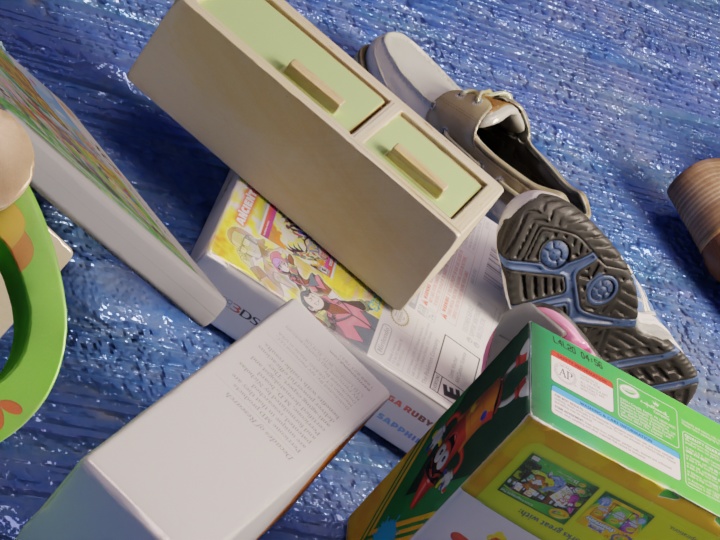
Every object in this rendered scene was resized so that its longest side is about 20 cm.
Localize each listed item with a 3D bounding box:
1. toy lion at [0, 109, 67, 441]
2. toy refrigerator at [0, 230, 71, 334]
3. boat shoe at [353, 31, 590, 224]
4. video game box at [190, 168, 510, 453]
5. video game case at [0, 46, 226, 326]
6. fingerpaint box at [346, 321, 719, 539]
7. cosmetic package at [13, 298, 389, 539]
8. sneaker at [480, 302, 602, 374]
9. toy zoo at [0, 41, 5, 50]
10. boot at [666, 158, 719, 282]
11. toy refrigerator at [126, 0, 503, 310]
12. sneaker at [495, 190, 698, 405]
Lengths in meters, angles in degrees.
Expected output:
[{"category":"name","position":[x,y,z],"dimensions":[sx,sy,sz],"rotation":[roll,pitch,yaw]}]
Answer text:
[{"category":"toy lion","position":[-0.211,0.047,0.991],"dimensions":[0.199,0.069,0.193],"rotation":[-17,87,-25]},{"category":"toy refrigerator","position":[-0.224,-0.058,1.087],"dimensions":[0.200,0.070,0.076],"rotation":[45,-6,-33]},{"category":"boat shoe","position":[0.074,-0.082,1.520],"dimensions":[0.075,0.068,0.200],"rotation":[-12,59,-52]},{"category":"video game box","position":[0.000,0.000,1.366],"dimensions":[0.182,0.047,0.200],"rotation":[36,32,-10]},{"category":"video game case","position":[-0.162,-0.072,1.191],"dimensions":[0.182,0.022,0.200],"rotation":[48,3,38]},{"category":"fingerpaint box","position":[0.117,0.140,1.203],"dimensions":[0.199,0.167,0.074],"rotation":[28,36,-17]},{"category":"cosmetic package","position":[-0.077,0.100,1.114],"dimensions":[0.071,0.102,0.200],"rotation":[44,33,6]},{"category":"sneaker","position":[0.128,0.101,1.322],"dimensions":[0.201,0.079,0.095],"rotation":[64,21,-13]},{"category":"toy zoo","position":[-0.277,-0.172,1.311],"dimensions":[0.200,0.020,0.131],"rotation":[37,32,-7]},{"category":"boot","position":[0.310,-0.007,1.679],"dimensions":[0.199,0.074,0.155],"rotation":[-10,60,-43]},{"category":"toy refrigerator","position":[-0.023,-0.078,1.333],"dimensions":[0.200,0.070,0.076],"rotation":[41,32,4]},{"category":"sneaker","position":[0.126,0.018,1.422],"dimensions":[0.200,0.076,0.077],"rotation":[53,4,-43]}]
